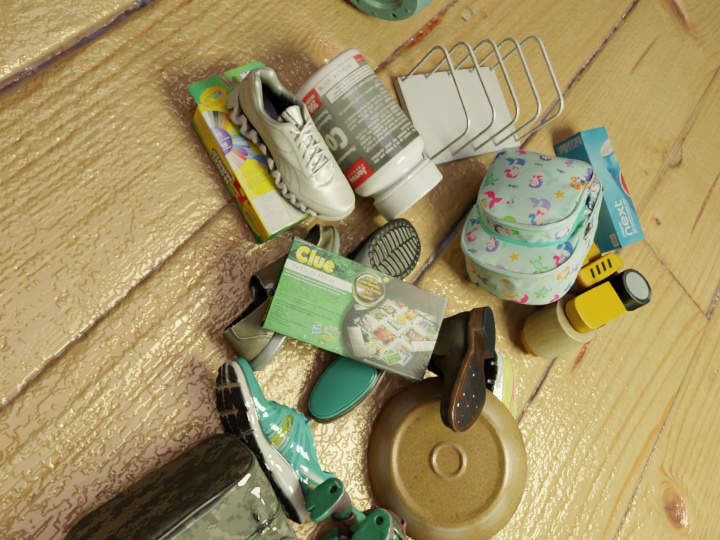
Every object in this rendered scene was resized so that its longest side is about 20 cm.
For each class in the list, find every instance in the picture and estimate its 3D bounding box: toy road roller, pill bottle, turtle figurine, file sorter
[{"bbox_3d":[0.315,0.027,0.846,0.198,0.123,0.148,-21,74,-32],"label":"toy road roller"},{"bbox_3d":[0.011,-0.172,0.740,0.114,0.114,0.201,-42,97,-28],"label":"pill bottle"},{"bbox_3d":[0.010,0.312,0.625,0.102,0.147,0.202,-64,149,-41],"label":"turtle figurine"},{"bbox_3d":[0.178,-0.257,0.838,0.197,0.124,0.141,-17,85,-28],"label":"file sorter"}]

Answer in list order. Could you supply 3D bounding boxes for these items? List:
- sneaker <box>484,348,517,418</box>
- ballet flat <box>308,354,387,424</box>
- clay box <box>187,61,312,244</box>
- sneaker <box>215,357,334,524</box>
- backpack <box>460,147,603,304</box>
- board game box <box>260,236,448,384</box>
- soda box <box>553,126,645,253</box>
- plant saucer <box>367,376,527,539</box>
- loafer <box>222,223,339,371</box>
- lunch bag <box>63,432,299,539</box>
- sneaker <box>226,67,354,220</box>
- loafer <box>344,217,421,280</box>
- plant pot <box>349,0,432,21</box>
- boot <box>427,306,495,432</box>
[{"bbox_3d":[0.174,0.208,0.756,0.090,0.077,0.204,24,78,-41],"label":"sneaker"},{"bbox_3d":[0.017,0.111,0.695,0.068,0.067,0.201,39,86,31],"label":"ballet flat"},{"bbox_3d":[-0.124,-0.149,0.705,0.114,0.047,0.202,-30,92,-29],"label":"clay box"},{"bbox_3d":[-0.096,0.182,0.633,0.079,0.077,0.203,-36,105,-37],"label":"sneaker"},{"bbox_3d":[0.234,-0.061,0.788,0.202,0.175,0.151,-61,150,-19],"label":"backpack"},{"bbox_3d":[-0.003,0.047,0.639,0.197,0.023,0.107,22,86,-14],"label":"board game box"},{"bbox_3d":[0.404,-0.134,0.955,0.067,0.064,0.204,-16,86,-28],"label":"soda box"},{"bbox_3d":[0.104,0.228,0.680,0.196,0.035,0.204,-2,74,6],"label":"plant saucer"},{"bbox_3d":[-0.092,0.018,0.665,0.069,0.075,0.202,38,64,-18],"label":"loafer"},{"bbox_3d":[-0.155,0.283,0.543,0.198,0.138,0.170,-30,108,-28],"label":"lunch bag"},{"bbox_3d":[-0.074,-0.144,0.657,0.201,0.081,0.075,50,60,-10],"label":"sneaker"},{"bbox_3d":[0.000,0.000,0.716,0.199,0.071,0.074,-40,109,-32],"label":"loafer"},{"bbox_3d":[0.049,-0.459,0.789,0.198,0.200,0.164,24,81,-19],"label":"plant pot"},{"bbox_3d":[0.104,0.120,0.693,0.201,0.095,0.076,-54,130,-52],"label":"boot"}]
